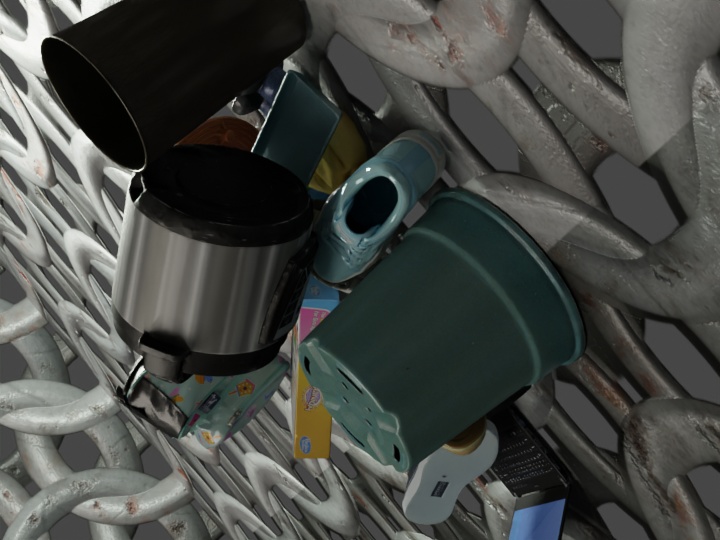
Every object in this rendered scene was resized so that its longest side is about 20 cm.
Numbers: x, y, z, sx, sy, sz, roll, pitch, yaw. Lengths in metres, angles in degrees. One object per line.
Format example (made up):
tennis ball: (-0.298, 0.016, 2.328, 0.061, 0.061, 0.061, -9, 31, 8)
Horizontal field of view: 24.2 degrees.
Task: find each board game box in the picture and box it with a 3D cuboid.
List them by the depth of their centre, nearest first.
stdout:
board game box: (-0.051, 0.078, 1.812, 0.153, 0.040, 0.200, -97, 9, -59)

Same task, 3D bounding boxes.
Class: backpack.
backpack: (-0.165, 0.102, 1.912, 0.153, 0.200, 0.176, 34, 170, -1)

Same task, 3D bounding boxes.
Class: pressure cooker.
pressure cooker: (-0.140, 0.003, 1.556, 0.179, 0.175, 0.200, 47, 132, 47)

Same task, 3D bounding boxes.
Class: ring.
ring: (-0.149, -0.062, 1.768, 0.019, 0.201, 0.201, 17, 144, 36)

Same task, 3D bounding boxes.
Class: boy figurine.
boy figurine: (-0.037, -0.112, 1.613, 0.200, 0.064, 0.124, 49, 152, 14)

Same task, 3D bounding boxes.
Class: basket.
basket: (-0.161, -0.199, 1.511, 0.180, 0.200, 0.136, 26, 146, 52)

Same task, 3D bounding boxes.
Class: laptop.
laptop: (0.145, 0.242, 1.797, 0.200, 0.103, 0.177, 51, 161, 1)

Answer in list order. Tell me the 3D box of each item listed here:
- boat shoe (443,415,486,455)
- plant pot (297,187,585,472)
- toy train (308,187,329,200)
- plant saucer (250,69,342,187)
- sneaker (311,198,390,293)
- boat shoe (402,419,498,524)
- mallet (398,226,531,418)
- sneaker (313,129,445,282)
boat shoe: (0.061, 0.118, 1.644, 0.200, 0.074, 0.066, 46, 169, 42)
plant pot: (0.063, 0.064, 1.504, 0.200, 0.196, 0.200, 43, 160, 20)
toy train: (-0.099, -0.024, 1.717, 0.116, 0.200, 0.085, 33, 153, 31)
plant saucer: (-0.072, -0.099, 1.588, 0.070, 0.019, 0.200, 44, 136, 16)
sneaker: (0.000, 0.000, 1.677, 0.200, 0.075, 0.087, 37, 173, -10)
boat shoe: (0.090, 0.187, 1.803, 0.200, 0.071, 0.091, 119, 157, -50)
mallet: (0.102, 0.044, 1.641, 0.200, 0.066, 0.041, 67, 160, -1)
sneaker: (-0.004, -0.048, 1.508, 0.074, 0.082, 0.200, 43, 134, 8)
